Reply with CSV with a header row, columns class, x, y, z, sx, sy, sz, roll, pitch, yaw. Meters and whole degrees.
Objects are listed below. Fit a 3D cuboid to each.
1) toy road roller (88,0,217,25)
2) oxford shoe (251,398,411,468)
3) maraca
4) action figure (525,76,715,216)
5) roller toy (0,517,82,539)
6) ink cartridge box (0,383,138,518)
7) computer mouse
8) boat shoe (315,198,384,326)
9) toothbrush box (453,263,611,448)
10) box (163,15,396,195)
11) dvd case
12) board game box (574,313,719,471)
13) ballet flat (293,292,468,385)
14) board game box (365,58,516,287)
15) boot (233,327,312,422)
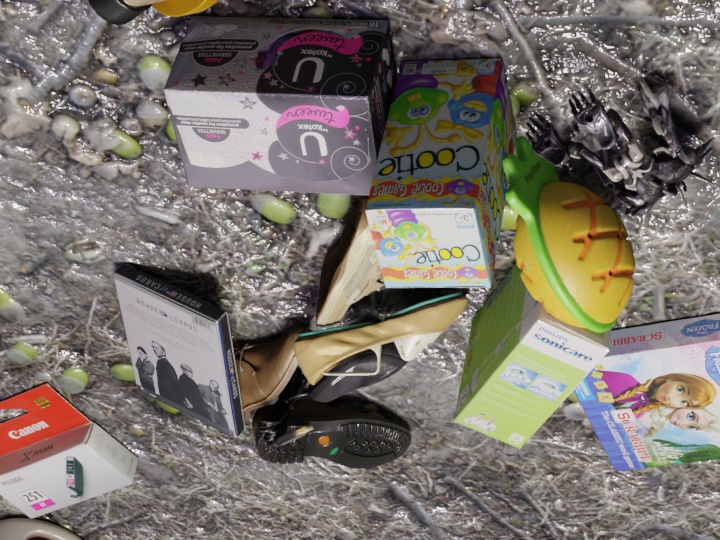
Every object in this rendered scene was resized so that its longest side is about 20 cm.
class,x,y,z,sx,sy,sz,roll,pitch,yaw
toy road roller,-0.180,-0.320,1.500,0.122,0.146,0.202,-26,88,37
oxford shoe,-0.034,0.184,2.035,0.198,0.085,0.073,9,117,-22
maraca,0.194,-0.033,1.635,0.106,0.137,0.201,-25,105,28
action figure,0.251,-0.120,1.600,0.119,0.103,0.199,-36,146,32
roller toy,-0.462,0.446,2.380,0.180,0.141,0.201,-6,134,21
ink cartridge box,-0.414,0.236,2.211,0.199,0.044,0.174,-21,129,33
computer mouse,-0.036,0.125,1.919,0.199,0.141,0.046,-23,114,34
boat shoe,0.000,0.000,1.818,0.064,0.073,0.201,12,142,-12
toothbrush box,0.183,0.066,1.783,0.085,0.147,0.201,22,137,-9
box,-0.071,-0.157,1.629,0.198,0.115,0.133,3,138,12
dvd case,-0.207,0.094,1.967,0.149,0.025,0.201,23,140,24
board game box,0.346,0.138,1.896,0.198,0.041,0.201,-11,133,25
ballet flat,0.027,0.077,1.864,0.198,0.064,0.069,-15,174,6
board game box,0.078,-0.092,1.595,0.104,0.201,0.104,-1,137,15
boot,-0.125,0.113,1.982,0.075,0.074,0.200,37,137,-11
